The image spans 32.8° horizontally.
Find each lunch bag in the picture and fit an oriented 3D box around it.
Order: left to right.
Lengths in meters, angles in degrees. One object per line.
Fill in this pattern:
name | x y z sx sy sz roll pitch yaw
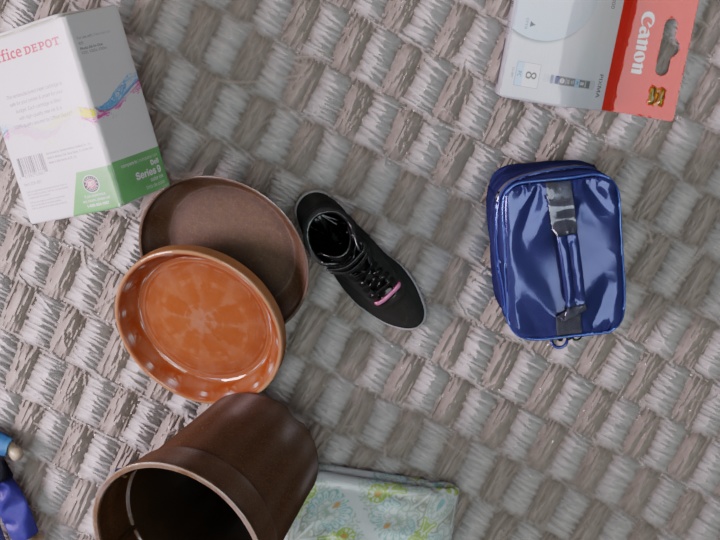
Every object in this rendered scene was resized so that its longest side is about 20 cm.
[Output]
lunch bag | 0.209 -0.015 1.314 0.135 0.132 0.201 -7 102 3

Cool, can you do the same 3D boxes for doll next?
doll | -0.450 0.244 1.426 0.136 0.048 0.201 -20 102 4

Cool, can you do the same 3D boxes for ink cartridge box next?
ink cartridge box | -0.302 -0.164 1.284 0.145 0.087 0.201 -7 105 35
ink cartridge box | 0.256 -0.250 1.304 0.199 0.047 0.161 10 102 1

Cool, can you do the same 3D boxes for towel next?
towel | 0.006 0.321 1.437 0.199 0.048 0.172 8 103 -1

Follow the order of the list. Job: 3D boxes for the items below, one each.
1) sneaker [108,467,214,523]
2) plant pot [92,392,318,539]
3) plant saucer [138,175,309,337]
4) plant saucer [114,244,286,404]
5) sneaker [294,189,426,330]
sneaker | -0.217 0.318 1.423 0.115 0.081 0.200 -11 101 6
plant pot | -0.149 0.243 1.312 0.199 0.198 0.201 9 116 20
plant saucer | -0.146 -0.020 1.342 0.199 0.037 0.201 9 123 14
plant saucer | -0.176 0.059 1.359 0.199 0.032 0.201 8 121 14
sneaker | 0.000 0.000 1.338 0.071 0.099 0.200 -41 100 7
